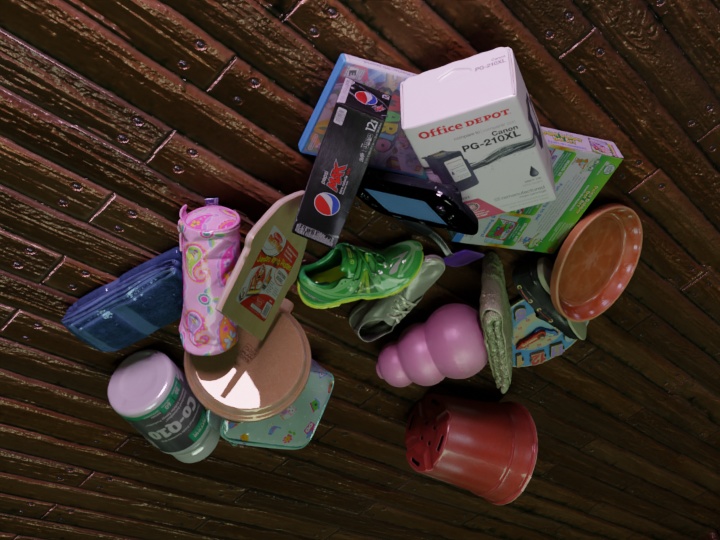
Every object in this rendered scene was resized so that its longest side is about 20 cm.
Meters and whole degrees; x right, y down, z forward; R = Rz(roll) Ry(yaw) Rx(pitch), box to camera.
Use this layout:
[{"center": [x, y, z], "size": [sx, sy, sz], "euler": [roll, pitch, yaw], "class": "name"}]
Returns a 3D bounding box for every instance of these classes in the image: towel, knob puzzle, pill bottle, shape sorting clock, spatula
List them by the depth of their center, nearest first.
[{"center": [-0.124, -0.020, 1.129], "size": [0.030, 0.220, 0.221], "euler": [23, 141, 17], "class": "knob puzzle"}, {"center": [-0.312, 0.050, 1.195], "size": [0.198, 0.049, 0.112], "euler": [-28, 140, 11], "class": "towel"}, {"center": [0.114, -0.046, 1.272], "size": [0.056, 0.021, 0.199], "euler": [-25, 140, 33], "class": "spatula"}, {"center": [-0.306, 0.222, 1.340], "size": [0.112, 0.114, 0.201], "euler": [-22, 140, 4], "class": "pill bottle"}, {"center": [0.224, 0.084, 1.359], "size": [0.036, 0.150, 0.202], "euler": [-6, 133, 16], "class": "towel"}, {"center": [0.321, 0.107, 1.513], "size": [0.197, 0.040, 0.202], "euler": [-11, 140, -10], "class": "shape sorting clock"}]

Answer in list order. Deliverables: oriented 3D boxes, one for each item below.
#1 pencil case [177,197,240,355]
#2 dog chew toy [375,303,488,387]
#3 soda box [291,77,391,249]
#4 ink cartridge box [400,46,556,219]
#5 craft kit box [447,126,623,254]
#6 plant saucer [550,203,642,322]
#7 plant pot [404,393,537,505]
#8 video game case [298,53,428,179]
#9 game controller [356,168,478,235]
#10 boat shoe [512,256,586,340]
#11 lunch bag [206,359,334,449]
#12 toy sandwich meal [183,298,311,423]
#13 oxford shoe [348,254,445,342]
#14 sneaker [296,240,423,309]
[{"center": [-0.202, 0.012, 1.123], "size": [0.086, 0.088, 0.203], "euler": [-4, 119, -17], "class": "pencil case"}, {"center": [0.117, 0.135, 1.410], "size": [0.198, 0.126, 0.125], "euler": [-23, 141, 19], "class": "dog chew toy"}, {"center": [-0.026, -0.129, 1.042], "size": [0.062, 0.071, 0.202], "euler": [20, 128, -5], "class": "soda box"}, {"center": [0.150, -0.161, 1.053], "size": [0.143, 0.085, 0.200], "euler": [-13, 142, 20], "class": "ink cartridge box"}, {"center": [0.252, -0.116, 1.233], "size": [0.195, 0.049, 0.201], "euler": [8, 133, -25], "class": "craft kit box"}, {"center": [0.376, -0.014, 1.353], "size": [0.198, 0.032, 0.203], "euler": [-19, 124, -30], "class": "plant saucer"}, {"center": [0.201, 0.329, 1.613], "size": [0.193, 0.203, 0.201], "euler": [19, 128, -26], "class": "plant pot"}, {"center": [0.035, -0.192, 1.081], "size": [0.197, 0.018, 0.144], "euler": [8, 132, -29], "class": "video game case"}, {"center": [0.063, -0.090, 1.093], "size": [0.042, 0.198, 0.105], "euler": [-55, 133, -16], "class": "game controller"}, {"center": [0.323, 0.052, 1.415], "size": [0.062, 0.074, 0.201], "euler": [-17, 134, 33], "class": "boat shoe"}, {"center": [-0.151, 0.210, 1.369], "size": [0.198, 0.077, 0.162], "euler": [18, 98, -39], "class": "lunch bag"}, {"center": [-0.165, 0.128, 1.229], "size": [0.202, 0.208, 0.070], "euler": [-8, 156, -12], "class": "toy sandwich meal"}, {"center": [0.061, 0.048, 1.326], "size": [0.075, 0.058, 0.199], "euler": [28, 124, -37], "class": "oxford shoe"}, {"center": [0.000, 0.000, 1.240], "size": [0.197, 0.075, 0.084], "euler": [-18, 144, 0], "class": "sneaker"}]
